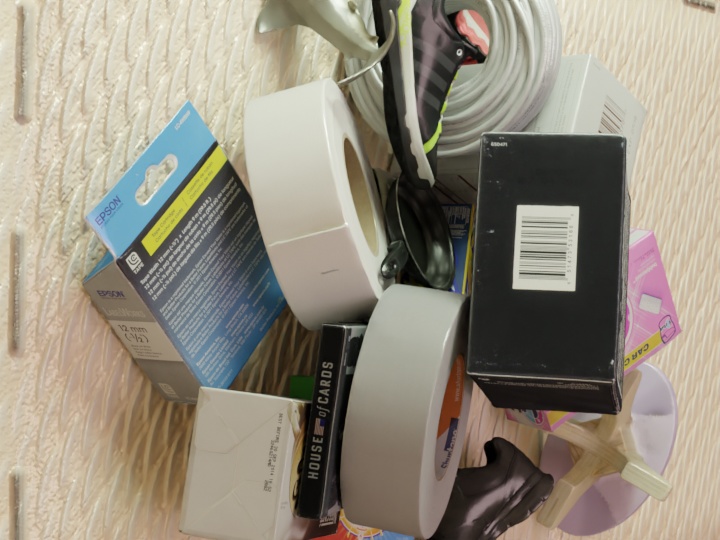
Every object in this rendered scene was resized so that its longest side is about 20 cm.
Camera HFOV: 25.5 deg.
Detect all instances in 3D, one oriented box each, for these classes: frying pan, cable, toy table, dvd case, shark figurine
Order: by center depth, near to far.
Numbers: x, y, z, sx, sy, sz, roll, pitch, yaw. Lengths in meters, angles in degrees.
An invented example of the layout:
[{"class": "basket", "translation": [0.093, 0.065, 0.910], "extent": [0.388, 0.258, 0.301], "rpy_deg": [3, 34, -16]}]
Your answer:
[{"class": "dvd case", "translation": [-0.006, 0.117, 1.296], "extent": [0.200, 0.025, 0.150], "rpy_deg": [7, 90, -77]}, {"class": "shark figurine", "translation": [-0.041, -0.216, 1.348], "extent": [0.089, 0.215, 0.128], "rpy_deg": [-28, 153, -7]}, {"class": "frying pan", "translation": [0.047, -0.012, 1.383], "extent": [0.115, 0.031, 0.190], "rpy_deg": [58, 27, -29]}, {"class": "cable", "translation": [0.080, -0.200, 1.422], "extent": [0.200, 0.200, 0.069], "rpy_deg": [-61, 159, 12]}, {"class": "toy table", "translation": [0.248, 0.186, 1.651], "extent": [0.117, 0.184, 0.200], "rpy_deg": [12, 95, -68]}]

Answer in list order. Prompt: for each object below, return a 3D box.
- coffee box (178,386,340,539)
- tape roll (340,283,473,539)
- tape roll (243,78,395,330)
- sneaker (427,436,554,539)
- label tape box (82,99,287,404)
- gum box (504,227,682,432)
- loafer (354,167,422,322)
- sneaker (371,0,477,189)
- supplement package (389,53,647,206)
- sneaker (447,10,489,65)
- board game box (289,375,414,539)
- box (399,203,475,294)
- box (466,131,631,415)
[{"class": "coffee box", "translation": [-0.071, 0.157, 1.275], "extent": [0.200, 0.080, 0.113], "rpy_deg": [28, 70, -75]}, {"class": "tape roll", "translation": [0.042, 0.113, 1.288], "extent": [0.200, 0.066, 0.200], "rpy_deg": [10, 90, -77]}, {"class": "tape roll", "translation": [-0.031, -0.054, 1.311], "extent": [0.202, 0.071, 0.203], "rpy_deg": [-14, 90, -81]}, {"class": "sneaker", "translation": [0.097, 0.245, 1.560], "extent": [0.091, 0.076, 0.200], "rpy_deg": [48, 63, 1]}, {"class": "label tape box", "translation": [-0.144, -0.013, 1.255], "extent": [0.143, 0.066, 0.200], "rpy_deg": [-56, 129, -34]}, {"class": "gum box", "translation": [0.212, 0.049, 1.507], "extent": [0.200, 0.066, 0.114], "rpy_deg": [-33, 115, -28]}, {"class": "loafer", "translation": [0.000, 0.000, 1.433], "extent": [0.070, 0.070, 0.200], "rpy_deg": [41, 53, -38]}, {"class": "sneaker", "translation": [0.062, -0.168, 1.352], "extent": [0.083, 0.072, 0.200], "rpy_deg": [-9, 105, -8]}, {"class": "supplement package", "translation": [0.148, -0.120, 1.499], "extent": [0.117, 0.200, 0.117], "rpy_deg": [33, 65, -46]}, {"class": "sneaker", "translation": [0.088, -0.263, 1.541], "extent": [0.200, 0.074, 0.087], "rpy_deg": [61, 34, -36]}, {"class": "board game box", "translation": [-0.008, 0.199, 1.446], "extent": [0.153, 0.040, 0.200], "rpy_deg": [8, 85, -50]}, {"class": "box", "translation": [0.071, 0.037, 1.468], "extent": [0.070, 0.064, 0.200], "rpy_deg": [69, 25, -53]}, {"class": "box", "translation": [0.160, 0.009, 1.318], "extent": [0.198, 0.123, 0.200], "rpy_deg": [48, 45, -73]}]
